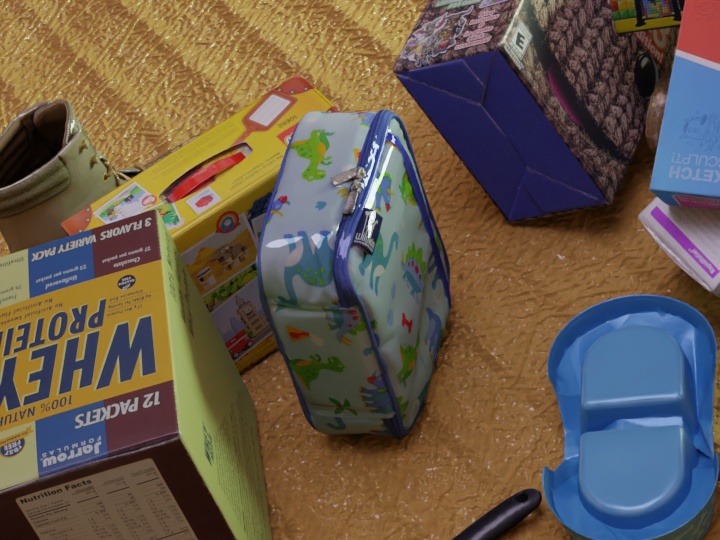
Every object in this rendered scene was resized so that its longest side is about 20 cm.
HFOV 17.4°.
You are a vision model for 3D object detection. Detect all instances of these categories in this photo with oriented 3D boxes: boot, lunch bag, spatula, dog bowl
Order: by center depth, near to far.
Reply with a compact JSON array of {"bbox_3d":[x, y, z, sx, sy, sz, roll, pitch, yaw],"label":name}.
[{"bbox_3d":[0.031,0.192,1.493,0.200,0.021,0.057,-29,33,-12],"label":"spatula"},{"bbox_3d":[0.177,0.106,1.506,0.111,0.050,0.200,-6,46,13],"label":"dog bowl"},{"bbox_3d":[0.000,0.000,1.558,0.082,0.200,0.161,1,48,19],"label":"lunch bag"},{"bbox_3d":[-0.184,-0.070,1.717,0.200,0.155,0.072,-39,48,-18],"label":"boot"}]

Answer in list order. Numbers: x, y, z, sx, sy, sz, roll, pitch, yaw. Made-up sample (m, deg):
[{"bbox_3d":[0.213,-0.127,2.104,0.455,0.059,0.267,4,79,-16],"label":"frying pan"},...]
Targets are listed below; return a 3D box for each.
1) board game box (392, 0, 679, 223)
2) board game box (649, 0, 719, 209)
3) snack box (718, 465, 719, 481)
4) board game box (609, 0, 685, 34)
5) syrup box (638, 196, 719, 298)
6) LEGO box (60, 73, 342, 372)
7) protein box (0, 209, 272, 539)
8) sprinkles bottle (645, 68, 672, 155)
[{"bbox_3d":[0.135,-0.164,1.679,0.097,0.160,0.200,-10,42,40],"label":"board game box"},{"bbox_3d":[0.295,-0.108,1.488,0.199,0.040,0.154,7,80,27],"label":"board game box"},{"bbox_3d":[0.278,0.046,1.449,0.072,0.201,0.024,20,15,32],"label":"snack box"},{"bbox_3d":[0.290,-0.218,1.623,0.199,0.057,0.165,-5,17,27],"label":"board game box"},{"bbox_3d":[0.287,-0.071,1.552,0.200,0.079,0.081,-45,62,9],"label":"syrup box"},{"bbox_3d":[-0.087,-0.018,1.640,0.200,0.149,0.077,-33,46,-13],"label":"LEGO box"},{"bbox_3d":[-0.152,0.112,1.500,0.134,0.200,0.199,-17,45,6],"label":"protein box"},{"bbox_3d":[0.301,-0.092,1.636,0.199,0.068,0.068,14,54,30],"label":"sprinkles bottle"}]
